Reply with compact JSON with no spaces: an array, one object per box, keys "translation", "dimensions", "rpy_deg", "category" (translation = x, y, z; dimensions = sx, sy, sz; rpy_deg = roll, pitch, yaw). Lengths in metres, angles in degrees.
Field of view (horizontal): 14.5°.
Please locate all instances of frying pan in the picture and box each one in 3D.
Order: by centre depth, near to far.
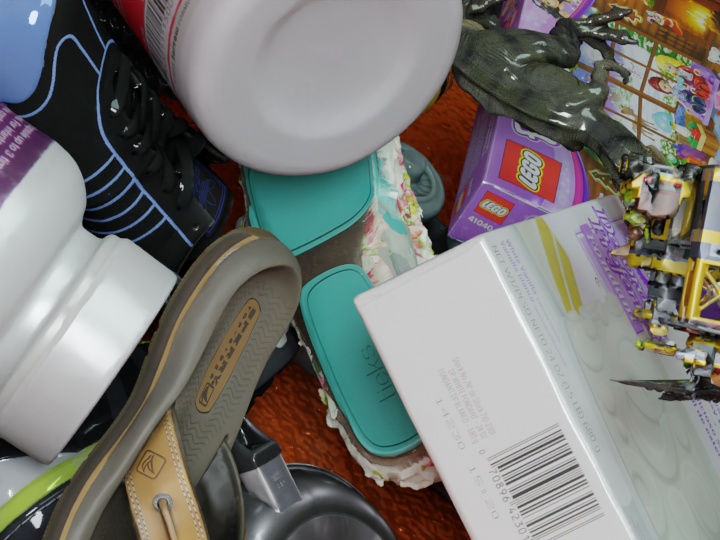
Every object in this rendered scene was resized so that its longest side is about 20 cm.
[{"translation":[-0.021,0.093,1.078],"dimensions":[0.115,0.031,0.190],"rpy_deg":[1,84,-44],"category":"frying pan"}]

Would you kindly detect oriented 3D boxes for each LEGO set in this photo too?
[{"translation":[0.179,0.033,1.030],"dimensions":[0.200,0.116,0.154],"rpy_deg":[11,0,-10],"category":"LEGO set"}]

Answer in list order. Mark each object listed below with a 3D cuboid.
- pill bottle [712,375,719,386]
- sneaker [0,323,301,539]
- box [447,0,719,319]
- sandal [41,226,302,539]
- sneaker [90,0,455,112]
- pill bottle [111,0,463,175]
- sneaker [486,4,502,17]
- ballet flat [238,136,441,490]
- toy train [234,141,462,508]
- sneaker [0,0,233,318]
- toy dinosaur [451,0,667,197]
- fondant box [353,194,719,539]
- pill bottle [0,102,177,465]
[{"translation":[0.163,-0.002,1.338],"dimensions":[0.106,0.106,0.200],"rpy_deg":[20,41,-25],"category":"pill bottle"},{"translation":[-0.098,0.046,1.092],"dimensions":[0.083,0.072,0.200],"rpy_deg":[45,37,7],"category":"sneaker"},{"translation":[0.121,-0.061,1.260],"dimensions":[0.137,0.039,0.200],"rpy_deg":[25,42,-9],"category":"box"},{"translation":[-0.062,0.082,1.002],"dimensions":[0.055,0.200,0.082],"rpy_deg":[23,-12,22],"category":"sandal"},{"translation":[-0.048,-0.111,1.262],"dimensions":[0.200,0.070,0.090],"rpy_deg":[27,26,29],"category":"sneaker"},{"translation":[-0.050,-0.135,1.106],"dimensions":[0.112,0.112,0.200],"rpy_deg":[8,32,-35],"category":"pill bottle"},{"translation":[0.032,-0.164,1.434],"dimensions":[0.200,0.073,0.082],"rpy_deg":[13,28,-39],"category":"sneaker"},{"translation":[0.000,0.000,1.131],"dimensions":[0.064,0.076,0.200],"rpy_deg":[35,36,-60],"category":"ballet flat"},{"translation":[0.031,0.027,1.211],"dimensions":[0.200,0.085,0.114],"rpy_deg":[39,36,-1],"category":"toy train"},{"translation":[-0.092,-0.048,1.087],"dimensions":[0.078,0.200,0.070],"rpy_deg":[5,59,9],"category":"sneaker"},{"translation":[0.060,-0.088,1.170],"dimensions":[0.200,0.048,0.088],"rpy_deg":[28,34,14],"category":"toy dinosaur"},{"translation":[0.082,0.052,1.074],"dimensions":[0.144,0.058,0.200],"rpy_deg":[63,18,3],"category":"fondant box"},{"translation":[-0.169,-0.020,0.999],"dimensions":[0.200,0.112,0.112],"rpy_deg":[34,37,-4],"category":"pill bottle"}]
